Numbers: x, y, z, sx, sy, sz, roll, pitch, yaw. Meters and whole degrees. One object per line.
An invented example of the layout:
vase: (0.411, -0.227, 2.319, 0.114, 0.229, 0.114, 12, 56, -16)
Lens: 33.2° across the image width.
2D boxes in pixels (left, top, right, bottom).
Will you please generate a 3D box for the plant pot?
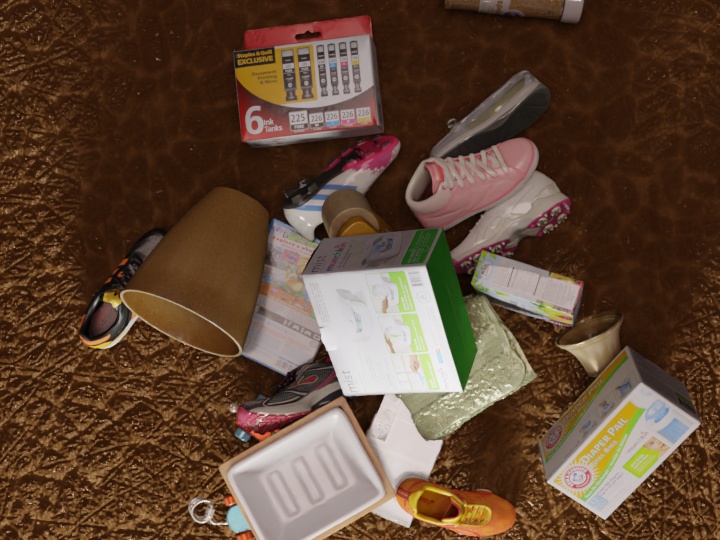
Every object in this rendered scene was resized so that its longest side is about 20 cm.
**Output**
plant pot: (-0.211, -0.009, 1.701, 0.185, 0.187, 0.201, 24, 69, 2)

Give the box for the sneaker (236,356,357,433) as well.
sneaker: (-0.092, 0.175, 1.704, 0.199, 0.081, 0.075, -15, 75, -39)

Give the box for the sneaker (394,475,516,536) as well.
sneaker: (0.140, 0.342, 1.699, 0.199, 0.077, 0.073, 15, 93, -27)

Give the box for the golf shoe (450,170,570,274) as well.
golf shoe: (0.202, -0.069, 1.744, 0.199, 0.075, 0.092, -31, 66, 2)

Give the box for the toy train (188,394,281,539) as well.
toy train: (-0.155, 0.288, 1.743, 0.150, 0.056, 0.201, 30, 86, 3)

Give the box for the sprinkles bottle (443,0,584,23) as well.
sprinkles bottle: (0.222, -0.402, 1.745, 0.199, 0.068, 0.069, 7, 89, 2)

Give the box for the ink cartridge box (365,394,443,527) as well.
ink cartridge box: (0.058, 0.254, 1.740, 0.108, 0.050, 0.201, 23, 88, 2)

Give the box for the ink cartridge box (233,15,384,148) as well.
ink cartridge box: (-0.076, -0.277, 1.732, 0.199, 0.084, 0.177, -7, 88, 6)

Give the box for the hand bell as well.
hand bell: (0.365, 0.169, 1.731, 0.104, 0.104, 0.201, -26, 101, 0)

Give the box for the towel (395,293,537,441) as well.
towel: (0.129, 0.136, 1.666, 0.200, 0.036, 0.149, -37, 86, 25)

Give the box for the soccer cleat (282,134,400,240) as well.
soccer cleat: (-0.020, -0.120, 1.750, 0.199, 0.070, 0.087, -33, 119, -9)

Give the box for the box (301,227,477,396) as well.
box: (0.040, 0.059, 1.579, 0.175, 0.097, 0.201, -5, 122, 25)

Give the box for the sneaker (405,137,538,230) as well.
sneaker: (0.151, -0.132, 1.698, 0.200, 0.105, 0.076, -32, 56, 15)

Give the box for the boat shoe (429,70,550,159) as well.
boat shoe: (0.180, -0.211, 1.745, 0.202, 0.074, 0.065, -39, 51, 3)

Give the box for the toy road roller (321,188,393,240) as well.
toy road roller: (0.000, 0.000, 1.689, 0.146, 0.123, 0.200, -42, 114, 9)

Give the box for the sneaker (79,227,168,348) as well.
sneaker: (-0.333, 0.028, 1.732, 0.070, 0.090, 0.201, 35, 90, 2)

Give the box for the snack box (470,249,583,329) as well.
snack box: (0.231, 0.029, 1.655, 0.141, 0.200, 0.053, 19, 85, 12)

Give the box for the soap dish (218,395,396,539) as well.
soap dish: (-0.073, 0.290, 1.673, 0.199, 0.081, 0.158, -29, 87, -2)

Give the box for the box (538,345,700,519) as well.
box: (0.352, 0.225, 1.666, 0.112, 0.102, 0.200, 33, 111, -14)

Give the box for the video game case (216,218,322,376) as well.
video game case: (-0.106, 0.044, 1.764, 0.142, 0.018, 0.201, 25, 89, 2)
